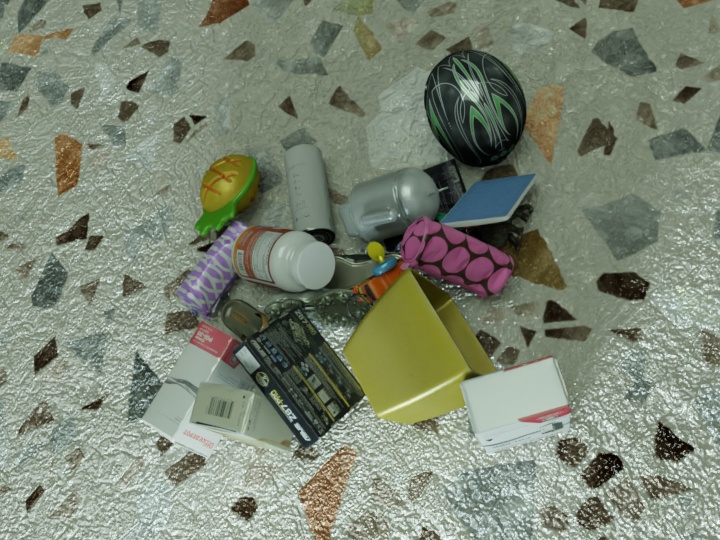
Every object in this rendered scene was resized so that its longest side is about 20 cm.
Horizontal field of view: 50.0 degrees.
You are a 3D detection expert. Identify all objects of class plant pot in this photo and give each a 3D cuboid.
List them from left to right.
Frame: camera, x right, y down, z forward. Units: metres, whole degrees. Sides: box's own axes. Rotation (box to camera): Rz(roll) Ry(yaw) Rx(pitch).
[{"bbox_3d":[0.092,0.144,1.271,0.176,0.200,0.200,-36,63,13],"label":"plant pot"}]

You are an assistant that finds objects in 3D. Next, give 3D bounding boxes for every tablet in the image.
[{"bbox_3d":[0.229,-0.123,1.362,0.130,0.014,0.200,-5,25,32],"label":"tablet"}]

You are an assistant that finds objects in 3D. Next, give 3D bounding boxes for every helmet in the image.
[{"bbox_3d":[0.212,-0.303,1.430,0.199,0.191,0.201,-6,65,13],"label":"helmet"}]

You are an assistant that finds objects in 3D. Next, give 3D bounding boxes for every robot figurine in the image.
[{"bbox_3d":[0.059,-0.120,1.406,0.199,0.113,0.170,-15,20,28],"label":"robot figurine"}]

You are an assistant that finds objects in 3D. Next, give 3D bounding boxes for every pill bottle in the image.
[{"bbox_3d":[-0.140,-0.020,1.414,0.200,0.112,0.113,11,68,48],"label":"pill bottle"}]

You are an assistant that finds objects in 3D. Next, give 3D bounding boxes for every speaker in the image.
[{"bbox_3d":[-0.101,-0.147,1.516,0.081,0.081,0.201,-15,63,9],"label":"speaker"}]

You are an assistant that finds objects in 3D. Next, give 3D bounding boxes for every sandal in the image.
[{"bbox_3d":[-0.188,0.106,1.441,0.200,0.055,0.082,31,78,26],"label":"sandal"}]

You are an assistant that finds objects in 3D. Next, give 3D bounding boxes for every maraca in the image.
[{"bbox_3d":[-0.269,-0.152,1.544,0.137,0.107,0.201,-18,43,39],"label":"maraca"}]

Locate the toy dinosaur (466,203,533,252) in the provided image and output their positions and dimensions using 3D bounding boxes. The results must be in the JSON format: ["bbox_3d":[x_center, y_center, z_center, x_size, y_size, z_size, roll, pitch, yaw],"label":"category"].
[{"bbox_3d":[0.251,-0.094,1.391,0.102,0.077,0.201,17,75,15],"label":"toy dinosaur"}]

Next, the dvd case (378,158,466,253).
[{"bbox_3d":[0.109,-0.118,1.477,0.199,0.016,0.149,-19,63,7],"label":"dvd case"}]

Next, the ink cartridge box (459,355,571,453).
[{"bbox_3d":[0.243,0.211,1.185,0.146,0.200,0.083,-18,66,8],"label":"ink cartridge box"}]

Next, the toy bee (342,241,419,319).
[{"bbox_3d":[0.033,0.015,1.344,0.199,0.109,0.132,-10,85,-28],"label":"toy bee"}]

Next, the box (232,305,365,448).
[{"bbox_3d":[-0.098,0.173,1.292,0.200,0.161,0.049,51,127,3],"label":"box"}]

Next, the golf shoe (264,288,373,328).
[{"bbox_3d":[-0.077,0.056,1.422,0.199,0.079,0.097,-2,26,-5],"label":"golf shoe"}]

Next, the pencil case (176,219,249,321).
[{"bbox_3d":[-0.270,-0.003,1.499,0.085,0.084,0.200,32,78,14],"label":"pencil case"}]

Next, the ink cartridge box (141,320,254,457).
[{"bbox_3d":[-0.274,0.212,1.367,0.083,0.147,0.201,24,75,25],"label":"ink cartridge box"}]

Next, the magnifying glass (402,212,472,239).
[{"bbox_3d":[0.166,-0.083,1.389,0.199,0.022,0.080,-12,49,29],"label":"magnifying glass"}]

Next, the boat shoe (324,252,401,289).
[{"bbox_3d":[0.000,0.000,1.442,0.199,0.057,0.067,-5,93,19],"label":"boat shoe"}]

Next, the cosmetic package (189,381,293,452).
[{"bbox_3d":[-0.191,0.249,1.295,0.105,0.200,0.071,7,72,21],"label":"cosmetic package"}]

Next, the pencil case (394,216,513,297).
[{"bbox_3d":[0.162,-0.017,1.307,0.091,0.199,0.094,-6,66,64],"label":"pencil case"}]
